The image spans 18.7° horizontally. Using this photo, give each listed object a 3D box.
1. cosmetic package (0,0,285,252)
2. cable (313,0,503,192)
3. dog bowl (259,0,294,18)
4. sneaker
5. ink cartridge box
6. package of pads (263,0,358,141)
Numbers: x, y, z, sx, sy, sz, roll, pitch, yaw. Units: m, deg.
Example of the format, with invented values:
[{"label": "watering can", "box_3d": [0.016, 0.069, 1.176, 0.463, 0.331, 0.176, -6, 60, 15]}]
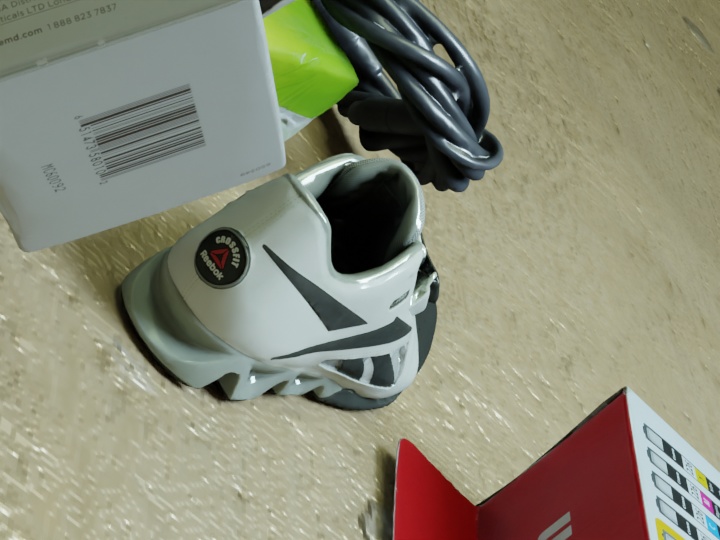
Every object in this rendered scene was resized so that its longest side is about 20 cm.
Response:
[{"label": "cosmetic package", "box_3d": [-0.090, -0.122, 0.603, 0.108, 0.085, 0.200, 82, -12, -67]}, {"label": "cable", "box_3d": [-0.002, -0.104, 0.964, 0.200, 0.051, 0.163, 55, -14, 31]}, {"label": "dog bowl", "box_3d": [-0.047, -0.175, 0.698, 0.200, 0.059, 0.200, 164, -90, -79]}, {"label": "sneaker", "box_3d": [0.000, 0.000, 0.797, 0.074, 0.089, 0.200, 52, 18, 13]}, {"label": "ink cartridge box", "box_3d": [0.097, 0.139, 0.750, 0.176, 0.084, 0.200, 42, 21, -19]}, {"label": "package of pads", "box_3d": [-0.104, -0.131, 0.846, 0.200, 0.068, 0.155, 15, 40, -60]}]
